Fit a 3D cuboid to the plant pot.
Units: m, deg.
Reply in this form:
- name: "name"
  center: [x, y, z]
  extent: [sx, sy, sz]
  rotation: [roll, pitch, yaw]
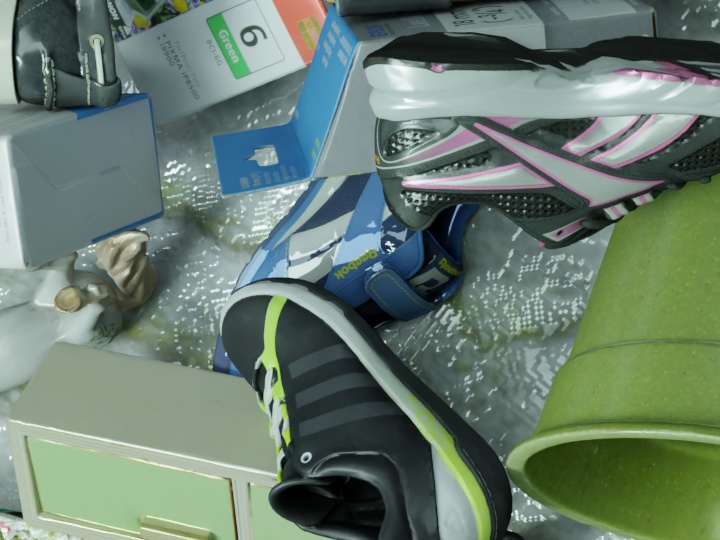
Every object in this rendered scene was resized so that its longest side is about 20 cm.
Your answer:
- name: "plant pot"
  center: [0.181, 0.017, 1.061]
  extent: [0.199, 0.200, 0.191]
  rotation: [4, 69, 23]

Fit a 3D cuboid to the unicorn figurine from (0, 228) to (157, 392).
- name: "unicorn figurine"
  center: [-0.196, 0.038, 1.237]
  extent: [0.199, 0.137, 0.074]
  rotation: [-12, 79, 1]

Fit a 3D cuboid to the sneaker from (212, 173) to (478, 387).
- name: "sneaker"
  center: [0.000, 0.000, 1.183]
  extent: [0.082, 0.074, 0.200]
  rotation: [37, 96, 21]

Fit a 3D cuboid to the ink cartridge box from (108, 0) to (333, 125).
- name: "ink cartridge box"
  center: [-0.045, -0.156, 1.187]
  extent: [0.200, 0.050, 0.109]
  rotation: [-18, 104, 38]

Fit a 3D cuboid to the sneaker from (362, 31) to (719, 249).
- name: "sneaker"
  center: [0.100, -0.052, 0.999]
  extent: [0.199, 0.080, 0.087]
  rotation: [4, 109, 5]

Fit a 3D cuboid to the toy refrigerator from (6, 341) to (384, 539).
- name: "toy refrigerator"
  center: [-0.070, 0.101, 1.164]
  extent: [0.199, 0.076, 0.070]
  rotation: [10, 40, 15]

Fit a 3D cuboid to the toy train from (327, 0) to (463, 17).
- name: "toy train"
  center: [0.067, -0.164, 1.083]
  extent: [0.199, 0.114, 0.085]
  rotation: [-3, 117, 1]

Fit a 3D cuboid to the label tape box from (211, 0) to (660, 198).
- name: "label tape box"
  center: [0.028, -0.090, 1.088]
  extent: [0.199, 0.144, 0.064]
  rotation: [-7, 104, -4]

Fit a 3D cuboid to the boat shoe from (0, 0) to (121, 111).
- name: "boat shoe"
  center: [-0.136, -0.169, 1.170]
  extent: [0.067, 0.072, 0.201]
  rotation: [2, 63, 6]

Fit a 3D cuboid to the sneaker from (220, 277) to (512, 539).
- name: "sneaker"
  center: [-0.016, 0.074, 1.078]
  extent: [0.083, 0.072, 0.200]
  rotation: [-29, 46, -27]

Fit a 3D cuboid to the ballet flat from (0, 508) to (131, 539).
- name: "ballet flat"
  center: [-0.175, 0.160, 1.220]
  extent: [0.199, 0.076, 0.064]
  rotation: [5, 57, 23]

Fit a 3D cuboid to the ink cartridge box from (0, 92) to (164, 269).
- name: "ink cartridge box"
  center: [-0.214, -0.047, 1.191]
  extent: [0.199, 0.116, 0.068]
  rotation: [2, 105, 32]

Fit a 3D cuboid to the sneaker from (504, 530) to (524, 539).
- name: "sneaker"
  center: [0.045, 0.222, 1.134]
  extent: [0.081, 0.074, 0.201]
  rotation: [22, 95, 14]
